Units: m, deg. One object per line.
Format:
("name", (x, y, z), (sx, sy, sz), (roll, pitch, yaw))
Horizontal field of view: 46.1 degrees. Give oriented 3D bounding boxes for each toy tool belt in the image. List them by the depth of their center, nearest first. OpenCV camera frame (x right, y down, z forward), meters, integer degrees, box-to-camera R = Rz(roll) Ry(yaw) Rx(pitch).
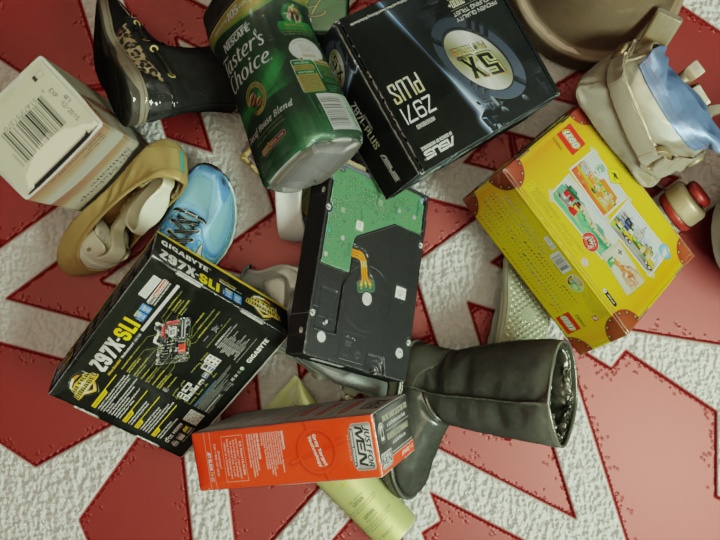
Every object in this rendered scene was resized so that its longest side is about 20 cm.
("toy tool belt", (0.317, -0.149, 0.851), (0.122, 0.125, 0.201), (-37, 98, 28))

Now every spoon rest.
("spoon rest", (-0.063, -0.133, 0.877), (0.097, 0.061, 0.205), (3, 90, 12))

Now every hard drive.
("hard drive", (0.000, 0.000, 0.857), (0.138, 0.037, 0.204), (19, 73, -38))

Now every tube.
("tube", (-0.027, 0.211, 0.908), (0.200, 0.052, 0.058), (47, 62, 5))

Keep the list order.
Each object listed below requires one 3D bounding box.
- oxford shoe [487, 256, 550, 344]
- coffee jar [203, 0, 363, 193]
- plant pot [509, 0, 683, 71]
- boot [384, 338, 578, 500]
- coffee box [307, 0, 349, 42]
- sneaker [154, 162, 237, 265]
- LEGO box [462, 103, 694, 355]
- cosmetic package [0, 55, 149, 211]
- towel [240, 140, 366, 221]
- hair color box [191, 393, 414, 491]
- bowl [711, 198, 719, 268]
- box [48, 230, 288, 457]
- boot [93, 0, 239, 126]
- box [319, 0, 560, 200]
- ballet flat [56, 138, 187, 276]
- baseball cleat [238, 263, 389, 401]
("oxford shoe", (0.179, 0.026, 0.907), (0.074, 0.058, 0.204), (16, 75, -2))
("coffee jar", (-0.078, -0.184, 0.799), (0.084, 0.104, 0.203), (-9, 70, -42))
("plant pot", (0.253, -0.322, 0.849), (0.196, 0.175, 0.205), (0, 88, 0))
("boot", (0.117, 0.153, 0.845), (0.197, 0.072, 0.186), (3, 93, 35))
("coffee box", (-0.068, -0.350, 0.912), (0.120, 0.044, 0.205), (1, 89, 0))
("sneaker", (-0.187, -0.015, 0.886), (0.077, 0.090, 0.204), (20, 90, 1))
("LEGO box", (0.224, -0.044, 0.863), (0.148, 0.077, 0.201), (-37, 90, -33))
("cosmetic package", (-0.284, -0.124, 0.833), (0.103, 0.200, 0.087), (-44, 90, 2))
("towel", (-0.018, -0.146, 0.922), (0.200, 0.023, 0.144), (-44, 89, 0))
("hair color box", (-0.056, 0.171, 0.841), (0.196, 0.101, 0.063), (-11, 89, 23))
("bowl", (0.427, -0.040, 0.868), (0.106, 0.198, 0.205), (-2, 90, 42))
("box", (-0.190, 0.081, 0.843), (0.158, 0.050, 0.200), (32, 114, -23))
("boot", (-0.195, -0.221, 0.885), (0.148, 0.201, 0.074), (-6, 132, -26))
("box", (0.075, -0.195, 0.855), (0.198, 0.086, 0.166), (-30, 90, -25))
("ballet flat", (-0.247, -0.049, 0.869), (0.200, 0.068, 0.064), (-46, 49, 21))
("baseball cleat", (-0.046, 0.058, 0.896), (0.197, 0.070, 0.108), (27, 92, -1))
